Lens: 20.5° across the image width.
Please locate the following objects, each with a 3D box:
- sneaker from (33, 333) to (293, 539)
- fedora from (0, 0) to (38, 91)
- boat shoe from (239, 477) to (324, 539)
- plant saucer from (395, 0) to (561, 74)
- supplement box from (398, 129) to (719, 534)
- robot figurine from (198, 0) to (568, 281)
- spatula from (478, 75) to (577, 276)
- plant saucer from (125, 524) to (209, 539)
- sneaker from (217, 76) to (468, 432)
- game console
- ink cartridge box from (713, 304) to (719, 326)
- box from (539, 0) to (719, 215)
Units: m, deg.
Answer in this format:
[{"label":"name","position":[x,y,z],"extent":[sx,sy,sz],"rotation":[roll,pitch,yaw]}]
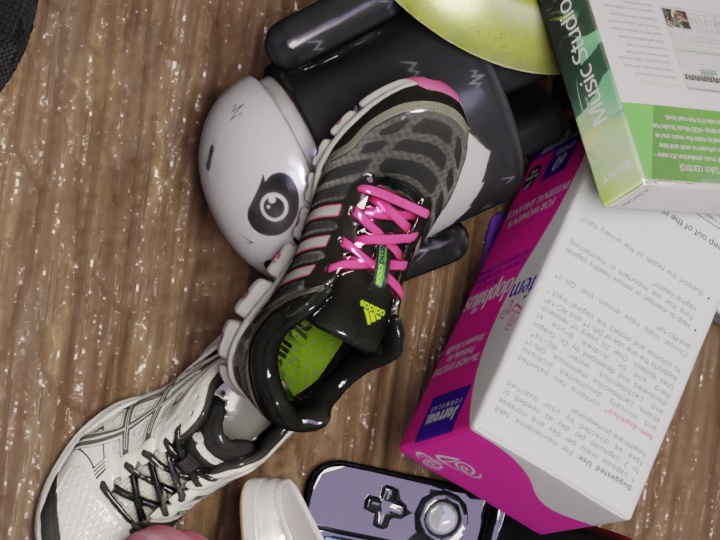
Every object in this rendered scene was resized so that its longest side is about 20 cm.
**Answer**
[{"label":"sneaker","position":[-0.099,0.094,1.089],"extent":[0.200,0.088,0.076],"rotation":[-43,101,-5]},{"label":"fedora","position":[-0.234,-0.128,1.036],"extent":[0.092,0.200,0.201],"rotation":[28,86,-43]},{"label":"boat shoe","position":[-0.004,0.198,1.078],"extent":[0.069,0.071,0.200],"rotation":[-23,88,18]},{"label":"plant saucer","position":[0.075,-0.196,1.079],"extent":[0.200,0.031,0.200],"rotation":[18,51,-23]},{"label":"supplement box","position":[0.118,0.029,1.063],"extent":[0.103,0.101,0.200],"rotation":[30,68,-14]},{"label":"robot figurine","position":[0.011,-0.071,1.084],"extent":[0.200,0.125,0.150],"rotation":[-24,86,-10]},{"label":"spatula","position":[0.112,-0.068,1.157],"extent":[0.056,0.021,0.200],"rotation":[13,89,-10]},{"label":"plant saucer","position":[-0.063,0.223,1.048],"extent":[0.051,0.200,0.201],"rotation":[-22,96,-25]},{"label":"sneaker","position":[0.000,0.000,0.993],"extent":[0.074,0.087,0.200],"rotation":[24,108,-29]},{"label":"game console","position":[0.042,0.222,1.105],"extent":[0.172,0.119,0.200],"rotation":[13,89,-12]},{"label":"ink cartridge box","position":[0.303,-0.021,1.187],"extent":[0.200,0.043,0.196],"rotation":[39,86,-12]},{"label":"box","position":[0.160,-0.124,1.047],"extent":[0.144,0.036,0.200],"rotation":[2,63,-38]}]
